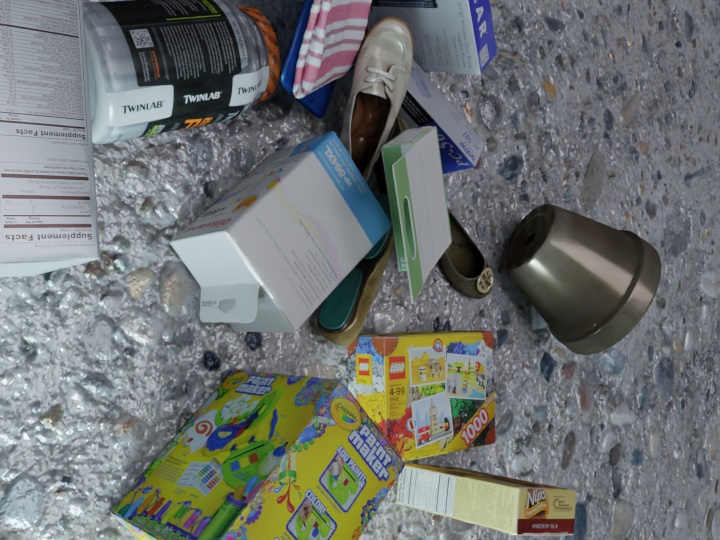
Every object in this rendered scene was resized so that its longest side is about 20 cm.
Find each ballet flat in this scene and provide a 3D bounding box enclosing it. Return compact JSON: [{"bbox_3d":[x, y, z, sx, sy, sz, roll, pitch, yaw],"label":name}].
[{"bbox_3d":[0.134,-0.036,0.995,0.201,0.046,0.068,53,58,-24],"label":"ballet flat"},{"bbox_3d":[0.000,0.000,0.883,0.202,0.068,0.063,-65,151,-20],"label":"ballet flat"}]

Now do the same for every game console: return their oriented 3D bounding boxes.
[{"bbox_3d":[-0.072,-0.287,0.786,0.118,0.200,0.172,-39,86,7],"label":"game console"}]

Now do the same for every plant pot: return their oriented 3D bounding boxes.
[{"bbox_3d":[0.314,-0.002,1.070,0.172,0.200,0.202,32,66,-15],"label":"plant pot"}]

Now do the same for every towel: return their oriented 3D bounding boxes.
[{"bbox_3d":[-0.010,-0.278,0.721,0.147,0.030,0.202,-52,165,-59],"label":"towel"}]

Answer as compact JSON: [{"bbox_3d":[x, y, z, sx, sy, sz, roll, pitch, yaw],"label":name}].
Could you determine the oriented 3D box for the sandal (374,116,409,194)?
[{"bbox_3d":[0.066,-0.100,0.922,0.053,0.080,0.203,-22,107,-25],"label":"sandal"}]

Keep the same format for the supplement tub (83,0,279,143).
[{"bbox_3d":[-0.184,-0.201,0.696,0.198,0.122,0.125,-21,100,-38],"label":"supplement tub"}]

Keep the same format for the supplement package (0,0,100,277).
[{"bbox_3d":[-0.305,-0.099,0.542,0.145,0.190,0.204,-3,88,-38],"label":"supplement package"}]

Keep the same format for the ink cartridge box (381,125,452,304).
[{"bbox_3d":[0.053,-0.067,0.783,0.200,0.047,0.148,-46,130,-61],"label":"ink cartridge box"}]

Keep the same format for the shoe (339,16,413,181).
[{"bbox_3d":[0.017,-0.191,0.834,0.069,0.054,0.202,9,122,-14],"label":"shoe"}]

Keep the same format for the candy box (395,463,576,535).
[{"bbox_3d":[0.152,0.282,0.885,0.114,0.198,0.056,17,75,-37],"label":"candy box"}]

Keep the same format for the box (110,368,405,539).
[{"bbox_3d":[-0.100,0.209,0.683,0.193,0.199,0.123,-50,116,-29],"label":"box"}]

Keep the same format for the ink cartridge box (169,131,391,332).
[{"bbox_3d":[-0.090,-0.031,0.756,0.200,0.128,0.126,-47,115,-33],"label":"ink cartridge box"}]

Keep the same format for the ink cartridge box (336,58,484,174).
[{"bbox_3d":[0.065,-0.205,0.921,0.200,0.093,0.045,41,63,-29],"label":"ink cartridge box"}]

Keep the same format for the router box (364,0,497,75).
[{"bbox_3d":[0.058,-0.336,0.832,0.049,0.177,0.202,-51,139,-30],"label":"router box"}]

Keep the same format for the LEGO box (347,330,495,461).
[{"bbox_3d":[0.081,0.155,0.916,0.198,0.077,0.152,1,86,-40],"label":"LEGO box"}]
